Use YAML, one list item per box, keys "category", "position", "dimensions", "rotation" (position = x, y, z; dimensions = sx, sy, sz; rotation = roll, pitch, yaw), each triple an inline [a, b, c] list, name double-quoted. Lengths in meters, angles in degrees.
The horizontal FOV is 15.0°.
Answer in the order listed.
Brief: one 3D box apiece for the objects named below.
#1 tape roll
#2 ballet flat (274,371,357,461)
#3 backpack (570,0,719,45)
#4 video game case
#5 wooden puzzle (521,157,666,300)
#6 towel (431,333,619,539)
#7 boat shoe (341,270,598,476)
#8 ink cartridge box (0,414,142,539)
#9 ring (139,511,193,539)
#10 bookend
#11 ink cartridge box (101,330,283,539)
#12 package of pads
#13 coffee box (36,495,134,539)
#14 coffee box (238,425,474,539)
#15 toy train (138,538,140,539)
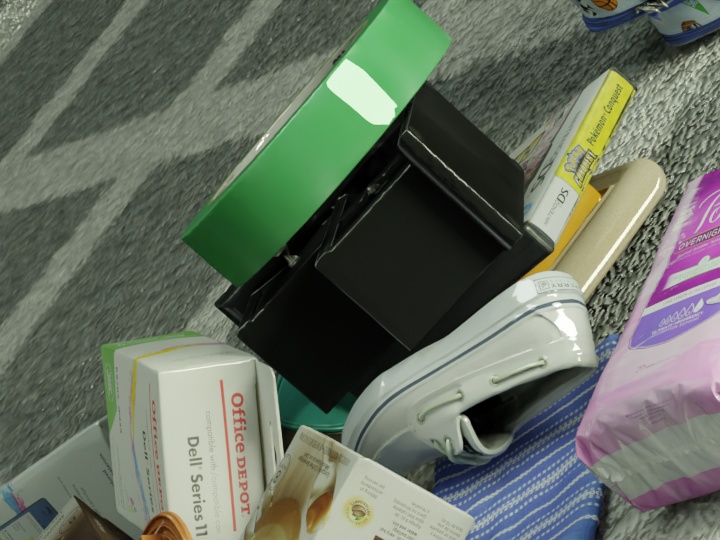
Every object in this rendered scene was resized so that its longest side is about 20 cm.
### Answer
- category: "tape roll"
  position: [-0.027, -0.080, 1.649]
  dimensions: [0.201, 0.048, 0.200]
  rotation: [-48, 6, 7]
- category: "ballet flat"
  position: [-0.032, 0.123, 1.746]
  dimensions: [0.073, 0.073, 0.200]
  rotation: [-38, 26, 25]
- category: "backpack"
  position: [0.209, -0.245, 1.832]
  dimensions: [0.190, 0.154, 0.200]
  rotation: [-14, 30, 46]
- category: "video game case"
  position: [0.081, -0.023, 1.734]
  dimensions: [0.200, 0.025, 0.181]
  rotation: [-41, 13, 42]
- category: "wooden puzzle"
  position: [0.093, 0.007, 1.729]
  dimensions: [0.185, 0.037, 0.200]
  rotation: [-52, 14, -16]
- category: "towel"
  position: [0.083, 0.128, 1.543]
  dimensions: [0.145, 0.024, 0.200]
  rotation: [-36, 21, 29]
- category: "boat shoe"
  position: [0.059, 0.078, 1.568]
  dimensions: [0.200, 0.073, 0.067]
  rotation: [-45, 51, 40]
- category: "ink cartridge box"
  position: [-0.187, 0.160, 1.914]
  dimensions: [0.200, 0.088, 0.145]
  rotation: [-33, 0, 33]
- category: "ring"
  position: [-0.107, 0.228, 1.443]
  dimensions: [0.200, 0.019, 0.202]
  rotation: [179, 90, -72]
- category: "bookend"
  position: [0.000, 0.000, 1.631]
  dimensions: [0.200, 0.092, 0.199]
  rotation: [-48, 6, 12]
- category: "ink cartridge box"
  position: [-0.105, 0.107, 1.698]
  dimensions: [0.067, 0.118, 0.200]
  rotation: [-7, 6, -18]
- category: "package of pads"
  position: [0.198, 0.025, 1.416]
  dimensions: [0.120, 0.076, 0.200]
  rotation: [-22, 31, 47]
- category: "coffee box"
  position: [-0.203, 0.250, 1.689]
  dimensions: [0.200, 0.080, 0.113]
  rotation: [-50, 18, -1]
- category: "coffee box"
  position: [-0.033, 0.198, 1.503]
  dimensions: [0.201, 0.080, 0.114]
  rotation: [-62, 18, -4]
- category: "toy train"
  position: [-0.092, 0.182, 1.475]
  dimensions: [0.034, 0.046, 0.200]
  rotation: [-12, 16, -14]
